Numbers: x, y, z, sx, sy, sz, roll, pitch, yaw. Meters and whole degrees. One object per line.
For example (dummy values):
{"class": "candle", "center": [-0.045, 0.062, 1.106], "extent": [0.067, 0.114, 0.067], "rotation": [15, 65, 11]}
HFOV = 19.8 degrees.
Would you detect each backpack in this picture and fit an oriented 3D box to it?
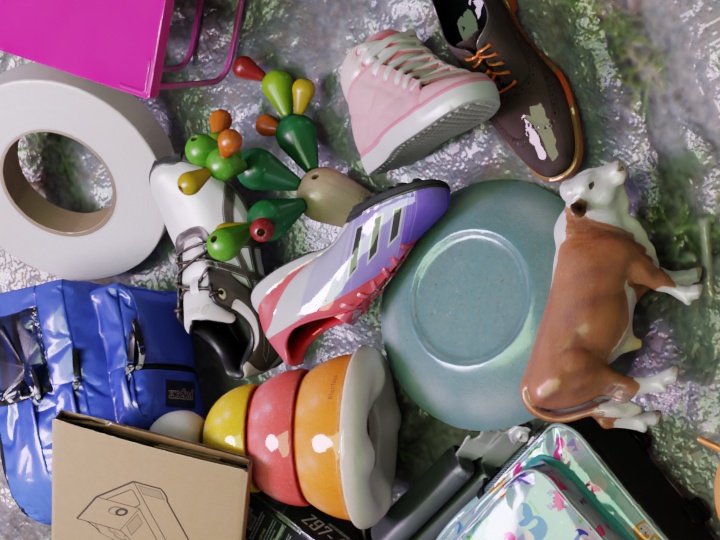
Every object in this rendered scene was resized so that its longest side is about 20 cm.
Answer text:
{"class": "backpack", "center": [0.149, 0.228, 1.572], "extent": [0.178, 0.151, 0.200], "rotation": [50, 122, 11]}
{"class": "backpack", "center": [-0.224, 0.113, 1.746], "extent": [0.168, 0.162, 0.200], "rotation": [-13, 78, 32]}

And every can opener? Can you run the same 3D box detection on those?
{"class": "can opener", "center": [0.081, 0.155, 1.660], "extent": [0.200, 0.053, 0.066], "rotation": [-52, 39, 24]}

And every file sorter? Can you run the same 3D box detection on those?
{"class": "file sorter", "center": [-0.207, -0.239, 1.730], "extent": [0.200, 0.125, 0.139], "rotation": [20, 107, 28]}

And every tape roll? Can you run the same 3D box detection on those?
{"class": "tape roll", "center": [-0.254, -0.083, 1.777], "extent": [0.203, 0.037, 0.203], "rotation": [8, 125, 12]}

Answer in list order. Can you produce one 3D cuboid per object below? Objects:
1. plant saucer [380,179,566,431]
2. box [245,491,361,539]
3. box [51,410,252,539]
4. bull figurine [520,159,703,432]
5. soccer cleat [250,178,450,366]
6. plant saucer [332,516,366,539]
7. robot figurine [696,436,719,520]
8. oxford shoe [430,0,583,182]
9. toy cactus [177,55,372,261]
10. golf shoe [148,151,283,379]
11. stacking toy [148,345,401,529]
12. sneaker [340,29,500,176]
{"class": "plant saucer", "center": [0.093, 0.024, 1.605], "extent": [0.201, 0.039, 0.201], "rotation": [-7, 77, 31]}
{"class": "box", "center": [-0.062, 0.295, 1.717], "extent": [0.160, 0.044, 0.200], "rotation": [35, 118, 20]}
{"class": "box", "center": [-0.173, 0.214, 1.670], "extent": [0.163, 0.021, 0.200], "rotation": [13, 125, 9]}
{"class": "bull figurine", "center": [0.185, 0.022, 1.527], "extent": [0.121, 0.065, 0.200], "rotation": [17, 84, 2]}
{"class": "soccer cleat", "center": [0.000, 0.000, 1.631], "extent": [0.200, 0.068, 0.073], "rotation": [-35, 61, 25]}
{"class": "plant saucer", "center": [-0.074, 0.224, 1.764], "extent": [0.200, 0.034, 0.200], "rotation": [4, 98, 29]}
{"class": "robot figurine", "center": [0.333, 0.162, 1.439], "extent": [0.200, 0.144, 0.117], "rotation": [22, 142, -13]}
{"class": "oxford shoe", "center": [0.103, -0.155, 1.586], "extent": [0.071, 0.073, 0.200], "rotation": [-34, 79, 29]}
{"class": "toy cactus", "center": [-0.059, -0.083, 1.666], "extent": [0.165, 0.200, 0.102], "rotation": [22, 132, -10]}
{"class": "golf shoe", "center": [-0.121, -0.002, 1.701], "extent": [0.078, 0.094, 0.200], "rotation": [-27, 99, 37]}
{"class": "stacking toy", "center": [-0.075, 0.132, 1.662], "extent": [0.200, 0.146, 0.146], "rotation": [0, 97, 14]}
{"class": "sneaker", "center": [0.037, -0.144, 1.586], "extent": [0.200, 0.075, 0.105], "rotation": [152, 102, -68]}
